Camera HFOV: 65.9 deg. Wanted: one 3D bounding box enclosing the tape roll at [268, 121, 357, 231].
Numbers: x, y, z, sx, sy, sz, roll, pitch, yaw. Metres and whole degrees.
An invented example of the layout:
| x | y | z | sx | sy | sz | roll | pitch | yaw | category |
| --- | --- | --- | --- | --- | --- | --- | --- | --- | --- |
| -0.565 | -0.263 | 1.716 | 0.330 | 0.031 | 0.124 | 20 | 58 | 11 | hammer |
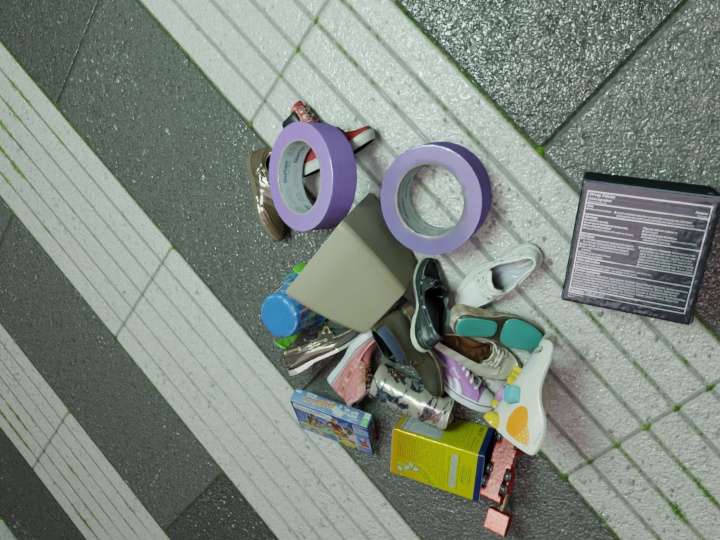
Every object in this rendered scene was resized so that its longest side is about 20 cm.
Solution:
| x | y | z | sx | sy | sz | roll | pitch | yaw | category |
| --- | --- | --- | --- | --- | --- | --- | --- | --- | --- |
| -0.095 | -0.180 | 1.069 | 0.198 | 0.065 | 0.205 | 10 | 104 | 45 | tape roll |

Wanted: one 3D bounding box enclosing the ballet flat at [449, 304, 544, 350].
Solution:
| x | y | z | sx | sy | sz | roll | pitch | yaw | category |
| --- | --- | --- | --- | --- | --- | --- | --- | --- | --- |
| 0.259 | 0.100 | 1.063 | 0.196 | 0.068 | 0.069 | 16 | 113 | -17 | ballet flat |

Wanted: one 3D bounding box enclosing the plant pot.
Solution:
| x | y | z | sx | sy | sz | roll | pitch | yaw | category |
| --- | --- | --- | --- | --- | --- | --- | --- | --- | --- |
| 0.000 | 0.000 | 1.108 | 0.177 | 0.200 | 0.200 | 41 | 119 | -2 | plant pot |

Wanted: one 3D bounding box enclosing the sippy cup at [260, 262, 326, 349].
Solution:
| x | y | z | sx | sy | sz | roll | pitch | yaw | category |
| --- | --- | --- | --- | --- | --- | --- | --- | --- | --- |
| -0.150 | 0.082 | 1.232 | 0.137 | 0.130 | 0.182 | -11 | 101 | 28 | sippy cup |

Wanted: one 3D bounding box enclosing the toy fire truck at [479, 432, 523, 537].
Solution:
| x | y | z | sx | sy | sz | roll | pitch | yaw | category |
| --- | --- | --- | --- | --- | --- | --- | --- | --- | --- |
| 0.294 | 0.428 | 1.132 | 0.048 | 0.141 | 0.203 | 14 | 72 | 34 | toy fire truck |

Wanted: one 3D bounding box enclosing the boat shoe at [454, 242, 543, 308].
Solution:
| x | y | z | sx | sy | sz | roll | pitch | yaw | category |
| --- | --- | --- | --- | --- | --- | --- | --- | --- | --- |
| 0.251 | 0.019 | 1.051 | 0.199 | 0.069 | 0.071 | -40 | 88 | 30 | boat shoe |

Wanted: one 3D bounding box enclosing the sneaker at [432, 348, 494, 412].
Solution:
| x | y | z | sx | sy | sz | roll | pitch | yaw | category |
| --- | --- | --- | --- | --- | --- | --- | --- | --- | --- |
| 0.206 | 0.192 | 1.125 | 0.199 | 0.072 | 0.116 | 36 | 114 | 12 | sneaker |

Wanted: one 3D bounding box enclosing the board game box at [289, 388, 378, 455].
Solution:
| x | y | z | sx | sy | sz | roll | pitch | yaw | category |
| --- | --- | --- | --- | --- | --- | --- | --- | --- | --- |
| -0.060 | 0.350 | 1.285 | 0.196 | 0.035 | 0.137 | 15 | 141 | 21 | board game box |

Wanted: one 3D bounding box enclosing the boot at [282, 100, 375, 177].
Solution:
| x | y | z | sx | sy | sz | roll | pitch | yaw | category |
| --- | --- | --- | --- | --- | --- | --- | --- | --- | --- |
| -0.071 | -0.288 | 1.121 | 0.197 | 0.072 | 0.147 | -16 | 96 | 33 | boot |

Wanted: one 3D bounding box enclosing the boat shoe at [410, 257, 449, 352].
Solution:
| x | y | z | sx | sy | sz | roll | pitch | yaw | category |
| --- | --- | --- | --- | --- | --- | --- | --- | --- | --- |
| 0.140 | 0.054 | 1.056 | 0.074 | 0.202 | 0.066 | 34 | 140 | -25 | boat shoe |

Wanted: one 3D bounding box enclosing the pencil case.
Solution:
| x | y | z | sx | sy | sz | roll | pitch | yaw | category |
| --- | --- | --- | --- | --- | --- | --- | --- | --- | --- |
| 0.111 | 0.264 | 1.179 | 0.197 | 0.089 | 0.079 | 19 | 123 | 25 | pencil case |

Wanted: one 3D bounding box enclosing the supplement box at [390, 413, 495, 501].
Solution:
| x | y | z | sx | sy | sz | roll | pitch | yaw | category |
| --- | --- | --- | --- | --- | --- | --- | --- | --- | --- |
| 0.173 | 0.381 | 1.174 | 0.196 | 0.109 | 0.112 | 11 | 109 | 23 | supplement box |

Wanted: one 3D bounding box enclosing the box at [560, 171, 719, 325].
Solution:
| x | y | z | sx | sy | sz | roll | pitch | yaw | category |
| --- | --- | --- | --- | --- | --- | --- | --- | --- | --- |
| 0.448 | -0.044 | 0.904 | 0.196 | 0.123 | 0.203 | 12 | 111 | 21 | box |

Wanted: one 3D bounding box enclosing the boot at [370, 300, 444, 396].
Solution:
| x | y | z | sx | sy | sz | roll | pitch | yaw | category |
| --- | --- | --- | --- | --- | --- | --- | --- | --- | --- |
| 0.091 | 0.172 | 1.085 | 0.074 | 0.096 | 0.204 | -16 | 99 | 62 | boot |

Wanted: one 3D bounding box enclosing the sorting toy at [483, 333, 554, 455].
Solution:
| x | y | z | sx | sy | sz | roll | pitch | yaw | category |
| --- | --- | --- | --- | --- | --- | --- | --- | --- | --- |
| 0.315 | 0.206 | 1.018 | 0.105 | 0.199 | 0.183 | 25 | 99 | 18 | sorting toy |

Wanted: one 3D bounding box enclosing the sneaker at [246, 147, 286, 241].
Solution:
| x | y | z | sx | sy | sz | roll | pitch | yaw | category |
| --- | --- | --- | --- | --- | --- | --- | --- | --- | --- |
| -0.190 | -0.166 | 1.214 | 0.074 | 0.070 | 0.204 | -13 | 100 | 27 | sneaker |

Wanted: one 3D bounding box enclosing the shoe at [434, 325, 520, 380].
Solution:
| x | y | z | sx | sy | sz | roll | pitch | yaw | category |
| --- | --- | --- | --- | --- | --- | --- | --- | --- | --- |
| 0.225 | 0.163 | 1.078 | 0.196 | 0.053 | 0.071 | 23 | 82 | -5 | shoe |

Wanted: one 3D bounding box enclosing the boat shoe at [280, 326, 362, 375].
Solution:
| x | y | z | sx | sy | sz | roll | pitch | yaw | category |
| --- | --- | --- | --- | --- | --- | --- | --- | --- | --- |
| -0.083 | 0.161 | 1.230 | 0.197 | 0.072 | 0.060 | -29 | 91 | 5 | boat shoe |

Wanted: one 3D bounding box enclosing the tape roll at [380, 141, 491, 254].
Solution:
| x | y | z | sx | sy | sz | roll | pitch | yaw | category |
| --- | --- | --- | --- | --- | --- | --- | --- | --- | --- |
| 0.142 | -0.138 | 1.051 | 0.196 | 0.085 | 0.205 | 8 | 108 | 23 | tape roll |

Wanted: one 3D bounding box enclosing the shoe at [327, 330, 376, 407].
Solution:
| x | y | z | sx | sy | sz | roll | pitch | yaw | category |
| --- | --- | --- | --- | --- | --- | --- | --- | --- | --- |
| 0.004 | 0.217 | 1.224 | 0.091 | 0.071 | 0.201 | 49 | 125 | 20 | shoe |
